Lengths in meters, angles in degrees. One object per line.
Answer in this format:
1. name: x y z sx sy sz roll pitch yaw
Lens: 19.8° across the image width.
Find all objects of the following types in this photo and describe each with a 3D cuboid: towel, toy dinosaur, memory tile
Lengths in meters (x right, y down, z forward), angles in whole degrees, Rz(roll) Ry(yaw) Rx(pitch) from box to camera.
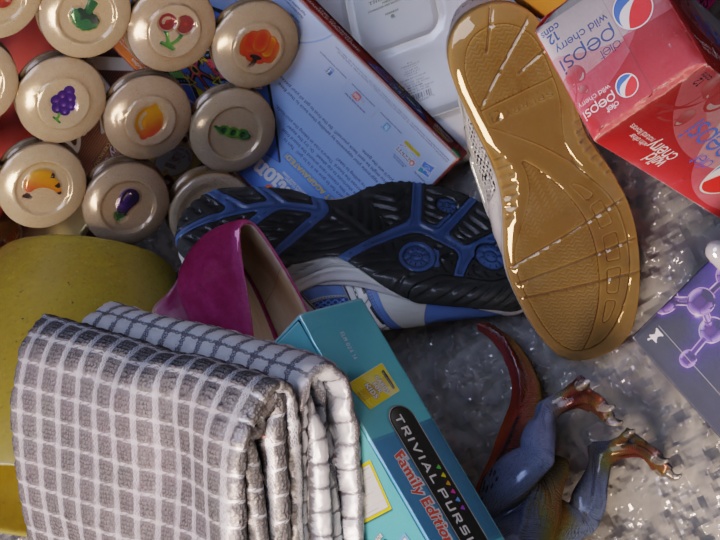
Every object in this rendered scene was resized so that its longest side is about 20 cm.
1. towel: -0.085 0.126 0.963 0.165 0.085 0.201 10 107 39
2. toy dinosaur: 0.082 0.150 1.048 0.182 0.105 0.200 -48 34 -5
3. memory tile: -0.137 -0.088 1.109 0.017 0.199 0.154 51 127 57

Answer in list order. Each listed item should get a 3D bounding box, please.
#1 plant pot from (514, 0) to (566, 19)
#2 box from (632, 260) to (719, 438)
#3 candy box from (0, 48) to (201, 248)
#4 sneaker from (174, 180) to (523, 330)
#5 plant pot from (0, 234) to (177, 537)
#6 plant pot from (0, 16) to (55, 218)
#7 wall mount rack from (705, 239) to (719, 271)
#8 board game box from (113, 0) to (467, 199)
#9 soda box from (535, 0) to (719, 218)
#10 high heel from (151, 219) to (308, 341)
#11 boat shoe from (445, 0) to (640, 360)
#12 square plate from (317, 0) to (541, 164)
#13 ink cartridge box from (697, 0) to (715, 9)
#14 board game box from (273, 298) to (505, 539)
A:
1. plant pot: 0.091 -0.238 1.068 0.183 0.200 0.201 25 92 30
2. box: 0.253 0.060 0.996 0.141 0.079 0.200 -47 64 14
3. candy box: -0.177 -0.066 1.252 0.200 0.055 0.115 -47 63 11
4. sneaker: 0.000 0.000 1.134 0.199 0.077 0.076 6 51 5
5. plant pot: -0.159 0.063 1.148 0.199 0.200 0.143 -5 69 26
6. plant pot: -0.258 -0.130 1.183 0.200 0.200 0.178 27 81 29
7. wall mount rack: 0.261 0.015 0.915 0.200 0.075 0.174 -44 64 9
8. board game box: -0.045 -0.100 1.159 0.200 0.019 0.103 45 112 2
9. soda box: 0.159 -0.083 1.001 0.063 0.200 0.070 -34 66 19
10. high heel: -0.022 0.065 1.065 0.200 0.067 0.096 52 139 5
11. boat shoe: 0.095 -0.052 1.082 0.071 0.069 0.201 -18 108 0
12. square plate: 0.024 -0.151 1.182 0.199 0.028 0.199 -18 72 23
13. ink cartridge box: 0.177 -0.191 1.021 0.037 0.095 0.200 27 59 30
14. board game box: -0.004 0.139 0.988 0.151 0.047 0.200 -44 69 41
